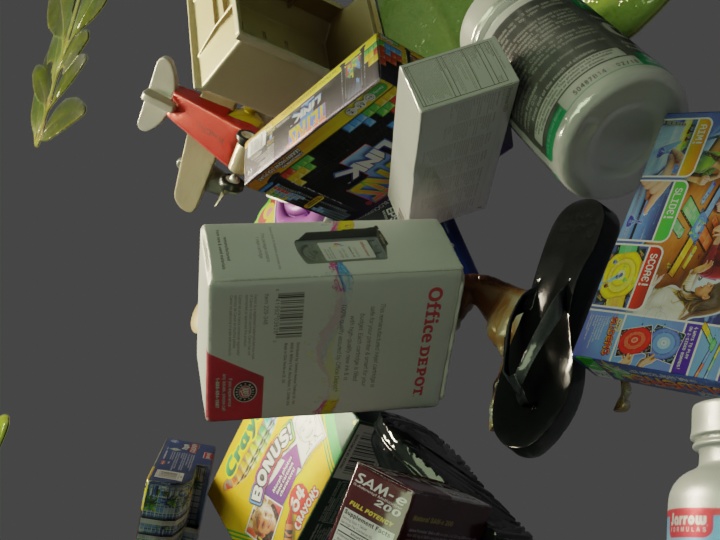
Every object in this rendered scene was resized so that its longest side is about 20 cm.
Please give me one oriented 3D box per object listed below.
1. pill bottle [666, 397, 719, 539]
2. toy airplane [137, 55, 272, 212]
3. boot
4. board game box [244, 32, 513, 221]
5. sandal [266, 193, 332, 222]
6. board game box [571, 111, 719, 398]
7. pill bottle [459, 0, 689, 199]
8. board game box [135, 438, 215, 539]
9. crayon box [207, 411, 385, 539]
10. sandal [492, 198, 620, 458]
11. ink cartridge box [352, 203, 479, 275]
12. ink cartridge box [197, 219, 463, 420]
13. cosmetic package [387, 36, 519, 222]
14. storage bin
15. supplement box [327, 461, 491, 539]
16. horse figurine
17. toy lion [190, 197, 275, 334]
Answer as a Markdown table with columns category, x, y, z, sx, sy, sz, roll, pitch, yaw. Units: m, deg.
| category | x | y | z | sx | sy | sz | roll | pitch | yaw |
| --- | --- | --- | --- | --- | --- | --- | --- | --- | --- |
| pill bottle | 0.232 | 0.179 | 0.605 | 0.109 | 0.109 | 0.200 | -15 | 63 | 49 |
| toy airplane | -0.169 | -0.182 | 1.280 | 0.200 | 0.141 | 0.199 | -13 | 96 | 35 |
| boot | 0.037 | 0.234 | 0.867 | 0.168 | 0.076 | 0.200 | -58 | 43 | 11 |
| board game box | 0.014 | -0.117 | 0.982 | 0.200 | 0.165 | 0.057 | -32 | 49 | 42 |
| sandal | -0.074 | -0.098 | 1.130 | 0.082 | 0.050 | 0.203 | -37 | 36 | 22 |
| board game box | 0.237 | -0.015 | 0.704 | 0.135 | 0.034 | 0.200 | 8 | 68 | 49 |
| pill bottle | 0.163 | -0.155 | 0.846 | 0.113 | 0.113 | 0.200 | -55 | 39 | 22 |
| board game box | -0.207 | 0.300 | 1.122 | 0.200 | 0.062 | 0.200 | -144 | 65 | -84 |
| crayon box | -0.062 | 0.191 | 1.035 | 0.173 | 0.058 | 0.200 | 42 | 108 | 52 |
| sandal | 0.132 | 0.037 | 0.766 | 0.076 | 0.043 | 0.200 | -11 | 57 | 55 |
| ink cartridge box | 0.000 | 0.000 | 0.966 | 0.200 | 0.039 | 0.100 | -23 | 47 | 2 |
| ink cartridge box | -0.030 | 0.040 | 0.860 | 0.086 | 0.200 | 0.148 | -112 | 24 | -52 |
| cosmetic package | 0.071 | -0.106 | 0.873 | 0.200 | 0.082 | 0.051 | 94 | 157 | -65 |
| storage bin | -0.078 | -0.258 | 1.141 | 0.094 | 0.200 | 0.199 | -41 | 45 | 38 |
| supplement box | 0.013 | 0.248 | 0.758 | 0.061 | 0.109 | 0.200 | 19 | 86 | 41 |
| horse figurine | 0.147 | 0.052 | 0.829 | 0.200 | 0.050 | 0.133 | -20 | 64 | 49 |
| toy lion | -0.096 | -0.017 | 1.180 | 0.200 | 0.069 | 0.192 | -16 | 55 | 48 |
